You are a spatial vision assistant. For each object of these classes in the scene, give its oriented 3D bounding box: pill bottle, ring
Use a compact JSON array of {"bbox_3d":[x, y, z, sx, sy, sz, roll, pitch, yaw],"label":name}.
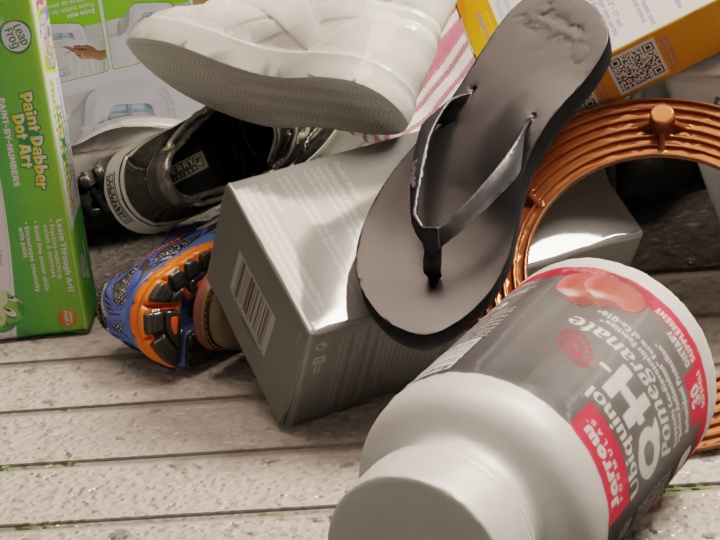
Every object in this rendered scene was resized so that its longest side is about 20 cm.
[{"bbox_3d":[0.067,0.080,0.992,0.110,0.111,0.200,4,24,29],"label":"pill bottle"},{"bbox_3d":[0.146,-0.004,1.145,0.199,0.019,0.202,-3,61,4],"label":"ring"}]

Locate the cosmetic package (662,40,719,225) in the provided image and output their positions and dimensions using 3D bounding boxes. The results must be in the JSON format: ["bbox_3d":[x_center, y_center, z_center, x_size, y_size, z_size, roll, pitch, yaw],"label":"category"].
[{"bbox_3d":[0.280,-0.129,1.276,0.164,0.165,0.201,4,57,27],"label":"cosmetic package"}]

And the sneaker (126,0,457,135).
[{"bbox_3d":[-0.029,-0.141,1.271,0.199,0.074,0.116,12,68,38],"label":"sneaker"}]

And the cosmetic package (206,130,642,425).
[{"bbox_3d":[0.033,-0.008,1.217,0.199,0.090,0.107,-13,56,-24],"label":"cosmetic package"}]

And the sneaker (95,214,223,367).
[{"bbox_3d":[-0.071,-0.010,1.330,0.078,0.076,0.199,8,24,43],"label":"sneaker"}]

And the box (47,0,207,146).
[{"bbox_3d":[-0.153,-0.146,1.562,0.199,0.178,0.097,-18,23,-24],"label":"box"}]

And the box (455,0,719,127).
[{"bbox_3d":[0.150,-0.155,1.225,0.199,0.042,0.119,-24,47,8],"label":"box"}]

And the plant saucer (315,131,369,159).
[{"bbox_3d":[0.056,-0.073,1.478,0.199,0.051,0.200,-7,22,3],"label":"plant saucer"}]

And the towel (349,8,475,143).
[{"bbox_3d":[0.067,-0.130,1.401,0.147,0.030,0.200,-55,35,-8],"label":"towel"}]

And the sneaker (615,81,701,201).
[{"bbox_3d":[0.213,-0.096,1.457,0.090,0.076,0.200,8,27,21],"label":"sneaker"}]

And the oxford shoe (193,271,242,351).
[{"bbox_3d":[0.000,0.000,1.284,0.199,0.071,0.075,-24,32,-33],"label":"oxford shoe"}]

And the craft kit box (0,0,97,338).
[{"bbox_3d":[-0.262,-0.055,1.331,0.196,0.201,0.049,-5,19,7],"label":"craft kit box"}]

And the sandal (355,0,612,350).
[{"bbox_3d":[0.055,-0.056,1.145,0.076,0.043,0.201,20,71,21],"label":"sandal"}]

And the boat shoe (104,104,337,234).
[{"bbox_3d":[-0.060,-0.079,1.363,0.063,0.071,0.200,-17,15,47],"label":"boat shoe"}]

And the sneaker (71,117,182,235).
[{"bbox_3d":[-0.181,-0.038,1.452,0.199,0.071,0.099,-11,22,8],"label":"sneaker"}]
